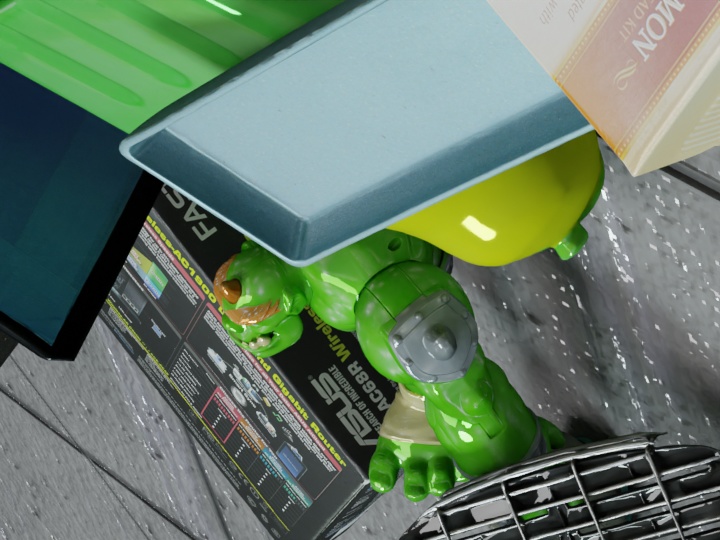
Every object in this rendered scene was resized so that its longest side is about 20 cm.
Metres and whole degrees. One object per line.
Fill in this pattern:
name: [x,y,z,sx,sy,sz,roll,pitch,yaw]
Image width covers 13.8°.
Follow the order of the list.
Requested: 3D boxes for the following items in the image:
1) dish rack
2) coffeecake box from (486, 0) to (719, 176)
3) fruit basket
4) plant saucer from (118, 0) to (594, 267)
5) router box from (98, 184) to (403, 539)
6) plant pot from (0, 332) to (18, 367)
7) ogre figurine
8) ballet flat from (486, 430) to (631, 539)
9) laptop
dish rack: [0.104,0.149,1.034,0.153,0.055,0.200,-19,103,25]
coffeecake box: [0.055,-0.148,0.643,0.200,0.073,0.154,52,134,19]
fruit basket: [-0.005,-0.091,0.915,0.215,0.156,0.216,10,171,2]
plant saucer: [0.016,-0.051,0.793,0.070,0.019,0.200,33,147,-24]
router box: [-0.051,0.011,1.218,0.200,0.062,0.150,51,160,6]
plant pot: [-0.261,-0.007,1.469,0.200,0.177,0.200,48,159,12]
ogre figurine: [0.000,0.000,1.062,0.120,0.098,0.200,62,-171,-61]
ballet flat: [0.073,0.138,1.154,0.067,0.064,0.200,44,158,36]
laptop: [-0.123,-0.105,0.975,0.103,0.177,0.200,9,134,13]
